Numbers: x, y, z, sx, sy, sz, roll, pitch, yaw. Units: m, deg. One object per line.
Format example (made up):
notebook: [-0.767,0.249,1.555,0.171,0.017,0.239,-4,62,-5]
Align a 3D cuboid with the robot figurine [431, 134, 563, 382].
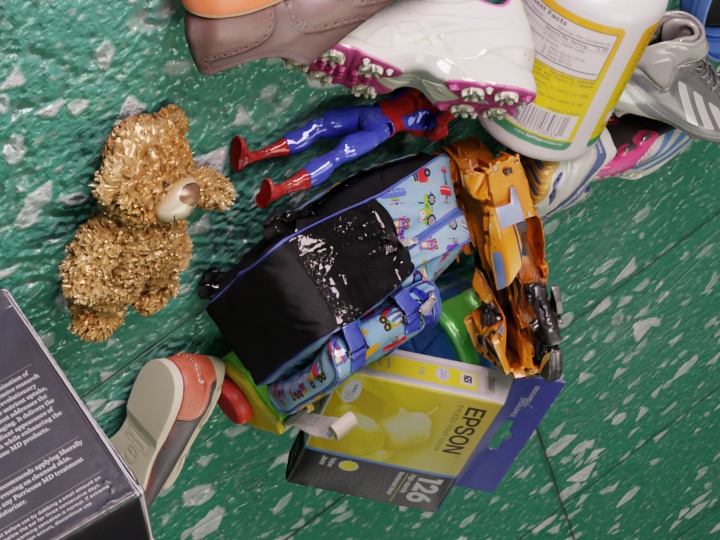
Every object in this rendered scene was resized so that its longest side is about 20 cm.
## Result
robot figurine: [0.112,-0.003,1.368,0.058,0.145,0.201,-16,107,-12]

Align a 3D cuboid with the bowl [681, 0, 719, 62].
bowl: [0.364,-0.272,1.478,0.200,0.039,0.201,-29,150,-18]

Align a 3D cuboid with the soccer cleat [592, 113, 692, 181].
soccer cleat: [0.236,-0.107,1.531,0.199,0.070,0.087,-22,147,-30]

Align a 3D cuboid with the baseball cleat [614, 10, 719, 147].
baseball cleat: [0.288,-0.165,1.457,0.199,0.070,0.107,5,141,-31]

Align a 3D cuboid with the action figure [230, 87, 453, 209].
action figure: [0.009,-0.120,1.243,0.199,0.065,0.099,-23,157,-28]

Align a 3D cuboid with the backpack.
backpack: [0.000,0.000,1.312,0.200,0.135,0.182,-31,177,-32]

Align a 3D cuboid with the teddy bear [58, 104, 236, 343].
teddy bear: [-0.152,-0.022,1.194,0.145,0.067,0.200,-11,142,-46]

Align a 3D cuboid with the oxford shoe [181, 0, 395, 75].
oxford shoe: [-0.025,-0.179,1.102,0.199,0.071,0.073,-15,129,-21]

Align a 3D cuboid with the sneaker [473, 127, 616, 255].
sneaker: [0.152,-0.063,1.436,0.088,0.076,0.200,-16,168,-23]

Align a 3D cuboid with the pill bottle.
pill bottle: [0.165,-0.191,1.280,0.112,0.113,0.200,-17,145,-35]

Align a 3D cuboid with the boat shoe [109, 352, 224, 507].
boat shoe: [-0.176,0.150,1.419,0.062,0.071,0.200,-8,135,-48]

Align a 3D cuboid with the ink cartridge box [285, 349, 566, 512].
ink cartridge box: [0.053,0.144,1.475,0.199,0.047,0.198,14,141,-8]

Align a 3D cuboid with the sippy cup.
sippy cup: [0.088,0.058,1.545,0.130,0.177,0.140,-29,111,-39]

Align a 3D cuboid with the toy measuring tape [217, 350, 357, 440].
toy measuring tape: [-0.070,0.096,1.388,0.073,0.200,0.074,-1,93,-29]

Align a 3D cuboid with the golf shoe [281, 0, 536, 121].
golf shoe: [0.030,-0.166,1.177,0.199,0.092,0.075,11,167,-19]

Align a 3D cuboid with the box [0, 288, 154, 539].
box: [-0.243,0.157,1.207,0.124,0.197,0.200,-28,150,-17]
